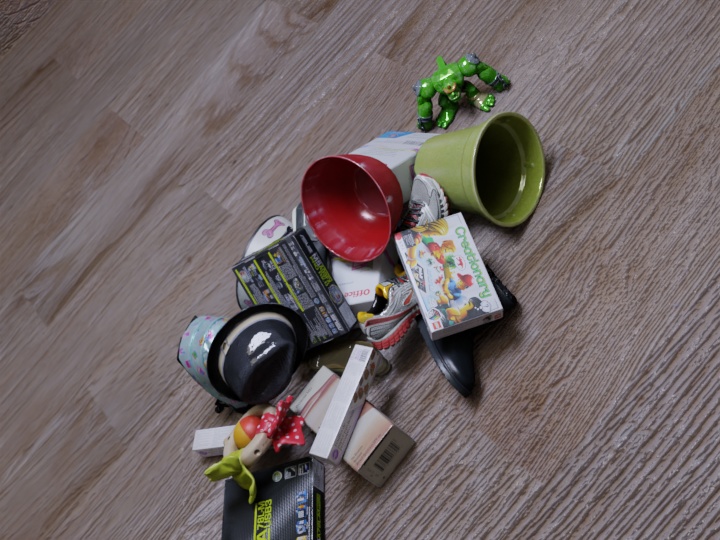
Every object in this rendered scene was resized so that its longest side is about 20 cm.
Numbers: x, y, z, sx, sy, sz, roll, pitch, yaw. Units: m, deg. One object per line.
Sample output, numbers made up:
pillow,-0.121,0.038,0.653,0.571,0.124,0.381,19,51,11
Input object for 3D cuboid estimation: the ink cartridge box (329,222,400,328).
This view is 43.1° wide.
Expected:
ink cartridge box,0.000,0.000,1.718,0.143,0.085,0.202,-12,56,29

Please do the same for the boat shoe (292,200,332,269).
boat shoe,-0.084,-0.065,1.699,0.067,0.071,0.202,-38,41,28

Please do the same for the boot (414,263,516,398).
boot,0.193,0.095,1.540,0.168,0.076,0.201,-38,41,12

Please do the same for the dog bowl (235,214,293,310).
dog bowl,-0.159,-0.001,1.772,0.073,0.201,0.202,19,70,19

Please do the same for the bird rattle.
bird rattle,-0.185,0.286,1.571,0.201,0.112,0.163,-56,24,5

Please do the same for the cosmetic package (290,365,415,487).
cosmetic package,-0.016,0.264,1.559,0.199,0.087,0.104,32,82,43

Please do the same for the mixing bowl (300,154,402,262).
mixing bowl,0.002,-0.127,1.626,0.198,0.202,0.108,9,30,37

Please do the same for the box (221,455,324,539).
box,-0.152,0.438,1.561,0.191,0.048,0.202,-18,51,22

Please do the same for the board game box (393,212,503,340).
board game box,0.145,0.007,1.529,0.125,0.035,0.202,-18,60,-4

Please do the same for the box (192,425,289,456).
box,-0.220,0.311,1.686,0.198,0.039,0.042,-13,54,27

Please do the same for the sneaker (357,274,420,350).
sneaker,0.075,0.040,1.579,0.200,0.082,0.078,-50,22,-16

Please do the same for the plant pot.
plant pot,0.204,-0.184,1.663,0.183,0.200,0.202,7,64,49

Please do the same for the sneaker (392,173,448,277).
sneaker,0.105,-0.074,1.641,0.078,0.081,0.203,21,112,50

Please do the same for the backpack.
backpack,-0.245,0.161,1.704,0.125,0.200,0.169,-5,57,31

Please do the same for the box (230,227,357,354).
box,-0.119,0.043,1.639,0.159,0.201,0.044,-25,10,32

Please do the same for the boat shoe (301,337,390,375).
boat shoe,-0.036,0.159,1.673,0.199,0.063,0.074,0,65,41

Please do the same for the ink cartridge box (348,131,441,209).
ink cartridge box,0.057,-0.196,1.760,0.143,0.086,0.199,10,31,38

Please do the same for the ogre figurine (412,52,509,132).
ogre figurine,0.186,-0.362,1.825,0.198,0.120,0.099,-9,55,29

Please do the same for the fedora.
fedora,-0.168,0.160,1.579,0.200,0.201,0.092,-42,37,2

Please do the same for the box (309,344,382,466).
box,-0.022,0.221,1.505,0.041,0.039,0.202,7,64,36
